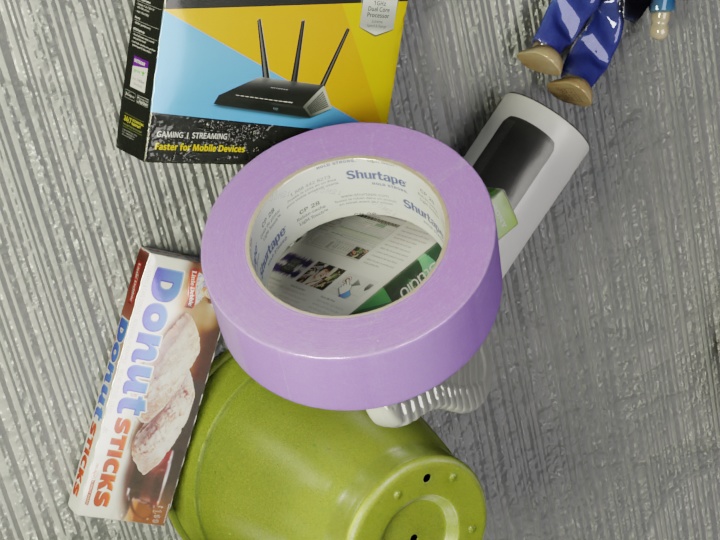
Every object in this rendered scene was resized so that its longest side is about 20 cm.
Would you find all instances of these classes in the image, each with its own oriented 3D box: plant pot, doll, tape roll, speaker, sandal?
[{"bbox_3d":[-0.014,0.164,1.406,0.200,0.193,0.201,-14,114,-33],"label":"plant pot"},{"bbox_3d":[0.208,-0.229,1.523,0.136,0.048,0.200,41,74,-30],"label":"doll"},{"bbox_3d":[-0.005,-0.005,1.290,0.200,0.200,0.066,-40,148,-19],"label":"tape roll"},{"bbox_3d":[0.093,-0.037,1.488,0.081,0.081,0.200,40,81,-40],"label":"speaker"},{"bbox_3d":[0.041,0.068,1.387,0.203,0.050,0.083,-4,89,-64],"label":"sandal"}]

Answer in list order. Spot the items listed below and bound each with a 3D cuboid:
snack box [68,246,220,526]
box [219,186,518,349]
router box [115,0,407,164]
[{"bbox_3d":[-0.151,0.086,1.375,0.072,0.024,0.200,12,99,-28],"label":"snack box"},{"bbox_3d":[0.000,0.000,1.386,0.200,0.144,0.036,-40,119,-18],"label":"box"},{"bbox_3d":[-0.067,-0.150,1.339,0.200,0.051,0.149,-2,107,-35],"label":"router box"}]
